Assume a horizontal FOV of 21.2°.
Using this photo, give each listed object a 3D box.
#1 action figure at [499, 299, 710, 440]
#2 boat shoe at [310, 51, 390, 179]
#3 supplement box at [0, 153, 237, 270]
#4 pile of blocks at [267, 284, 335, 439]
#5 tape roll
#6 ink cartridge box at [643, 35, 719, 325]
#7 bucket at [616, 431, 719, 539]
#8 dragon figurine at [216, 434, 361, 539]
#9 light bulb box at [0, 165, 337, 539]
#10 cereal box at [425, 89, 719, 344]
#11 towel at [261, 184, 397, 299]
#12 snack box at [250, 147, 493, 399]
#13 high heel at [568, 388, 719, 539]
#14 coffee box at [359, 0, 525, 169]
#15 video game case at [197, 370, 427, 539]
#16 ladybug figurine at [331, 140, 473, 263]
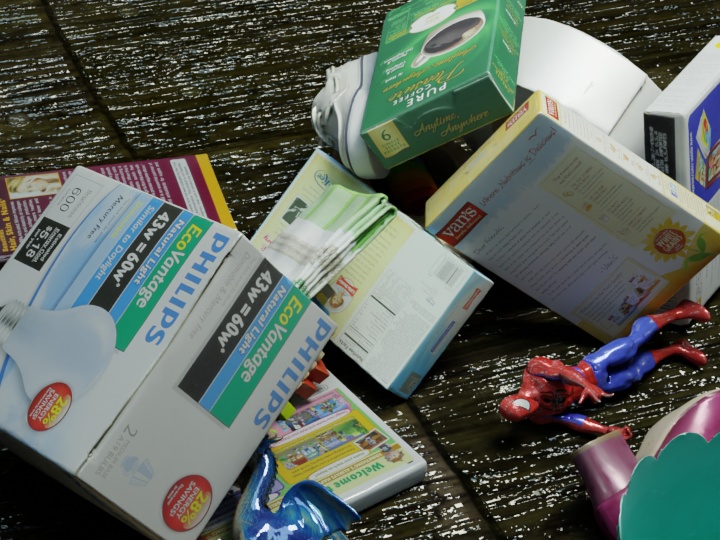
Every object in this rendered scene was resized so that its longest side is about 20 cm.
[{"bbox_3d":[0.203,0.088,1.489,0.200,0.065,0.099,-18,32,-27],"label":"action figure"},{"bbox_3d":[-0.011,-0.130,1.625,0.066,0.072,0.200,-10,30,8],"label":"boat shoe"},{"bbox_3d":[-0.209,-0.021,1.567,0.200,0.086,0.110,-7,40,-16],"label":"supplement box"},{"bbox_3d":[-0.052,0.074,1.439,0.062,0.082,0.200,48,44,-12],"label":"pile of blocks"},{"bbox_3d":[0.175,-0.124,1.642,0.202,0.202,0.071,27,70,26],"label":"tape roll"},{"bbox_3d":[0.298,-0.088,1.619,0.047,0.198,0.200,11,35,29],"label":"ink cartridge box"},{"bbox_3d":[0.259,0.216,1.277,0.207,0.135,0.207,4,39,-3],"label":"bucket"},{"bbox_3d":[-0.035,0.183,1.320,0.200,0.059,0.099,28,57,17],"label":"dragon figurine"},{"bbox_3d":[-0.161,0.058,1.339,0.200,0.125,0.198,21,73,45],"label":"light bulb box"},{"bbox_3d":[0.170,-0.038,1.518,0.200,0.144,0.040,32,33,-20],"label":"cereal box"},{"bbox_3d":[-0.071,0.007,1.475,0.200,0.031,0.149,-44,19,-10],"label":"towel"},{"bbox_3d":[0.000,0.000,1.549,0.200,0.116,0.037,40,5,36],"label":"snack box"},{"bbox_3d":[0.246,0.151,1.443,0.200,0.067,0.096,-18,73,-32],"label":"high heel"},{"bbox_3d":[0.070,-0.171,1.566,0.123,0.044,0.200,-24,29,22],"label":"coffee box"},{"bbox_3d":[-0.083,0.135,1.436,0.200,0.022,0.182,-22,45,-31],"label":"video game case"},{"bbox_3d":[0.042,-0.056,1.651,0.136,0.072,0.200,-6,40,-13],"label":"ladybug figurine"}]
